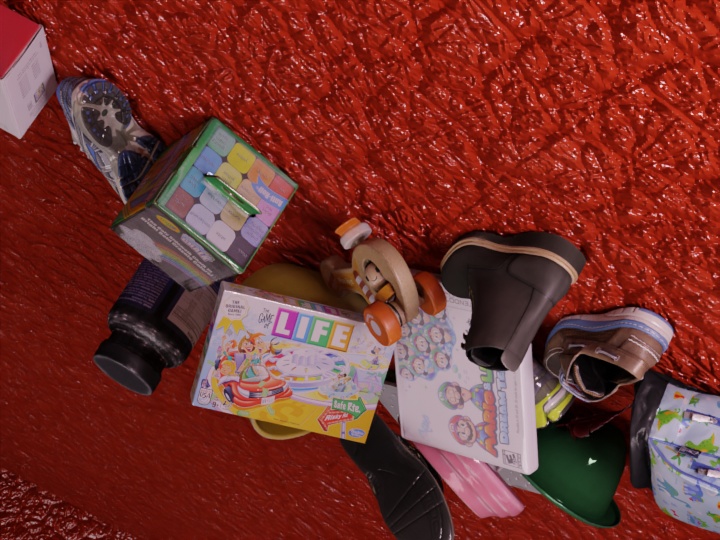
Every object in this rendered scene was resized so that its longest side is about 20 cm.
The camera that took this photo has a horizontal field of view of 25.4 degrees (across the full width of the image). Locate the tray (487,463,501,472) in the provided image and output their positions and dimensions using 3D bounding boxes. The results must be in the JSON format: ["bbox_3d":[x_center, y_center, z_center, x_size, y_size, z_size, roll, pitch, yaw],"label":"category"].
[{"bbox_3d":[0.110,0.125,1.779,0.200,0.022,0.108,51,152,15],"label":"tray"}]

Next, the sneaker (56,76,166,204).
[{"bbox_3d":[-0.279,-0.146,1.803,0.085,0.077,0.201,26,152,39],"label":"sneaker"}]

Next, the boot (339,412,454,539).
[{"bbox_3d":[0.067,0.257,1.823,0.204,0.073,0.154,54,-174,34],"label":"boot"}]

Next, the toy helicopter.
[{"bbox_3d":[0.000,0.000,1.693,0.133,0.079,0.200,63,159,-13],"label":"toy helicopter"}]

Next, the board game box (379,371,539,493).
[{"bbox_3d":[0.126,0.202,2.032,0.199,0.026,0.200,11,149,42],"label":"board game box"}]

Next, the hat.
[{"bbox_3d":[0.274,0.173,1.786,0.165,0.177,0.200,25,-161,-29],"label":"hat"}]

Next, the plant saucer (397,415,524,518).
[{"bbox_3d":[0.110,0.217,1.875,0.201,0.051,0.201,50,-179,-1],"label":"plant saucer"}]

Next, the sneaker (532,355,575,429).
[{"bbox_3d":[0.160,0.126,1.794,0.081,0.074,0.199,57,151,-13],"label":"sneaker"}]

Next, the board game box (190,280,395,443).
[{"bbox_3d":[-0.072,0.100,1.728,0.198,0.136,0.034,13,-165,-13],"label":"board game box"}]

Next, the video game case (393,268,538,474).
[{"bbox_3d":[0.108,0.106,1.716,0.181,0.024,0.202,12,115,41],"label":"video game case"}]

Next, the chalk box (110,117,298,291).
[{"bbox_3d":[-0.161,-0.073,1.715,0.124,0.124,0.199,40,156,-17],"label":"chalk box"}]

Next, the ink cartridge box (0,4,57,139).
[{"bbox_3d":[-0.444,-0.259,1.748,0.199,0.084,0.176,28,158,9],"label":"ink cartridge box"}]

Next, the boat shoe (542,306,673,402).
[{"bbox_3d":[0.231,0.088,1.595,0.072,0.073,0.200,35,158,-9],"label":"boat shoe"}]

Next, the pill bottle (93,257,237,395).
[{"bbox_3d":[-0.239,0.046,1.956,0.111,0.201,0.112,26,158,12],"label":"pill bottle"}]

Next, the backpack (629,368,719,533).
[{"bbox_3d":[0.364,0.192,1.576,0.198,0.155,0.164,5,147,13],"label":"backpack"}]

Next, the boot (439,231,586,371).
[{"bbox_3d":[0.115,0.036,1.552,0.077,0.139,0.199,39,157,-18],"label":"boot"}]

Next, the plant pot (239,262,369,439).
[{"bbox_3d":[-0.079,0.076,1.863,0.142,0.199,0.201,49,168,31],"label":"plant pot"}]
